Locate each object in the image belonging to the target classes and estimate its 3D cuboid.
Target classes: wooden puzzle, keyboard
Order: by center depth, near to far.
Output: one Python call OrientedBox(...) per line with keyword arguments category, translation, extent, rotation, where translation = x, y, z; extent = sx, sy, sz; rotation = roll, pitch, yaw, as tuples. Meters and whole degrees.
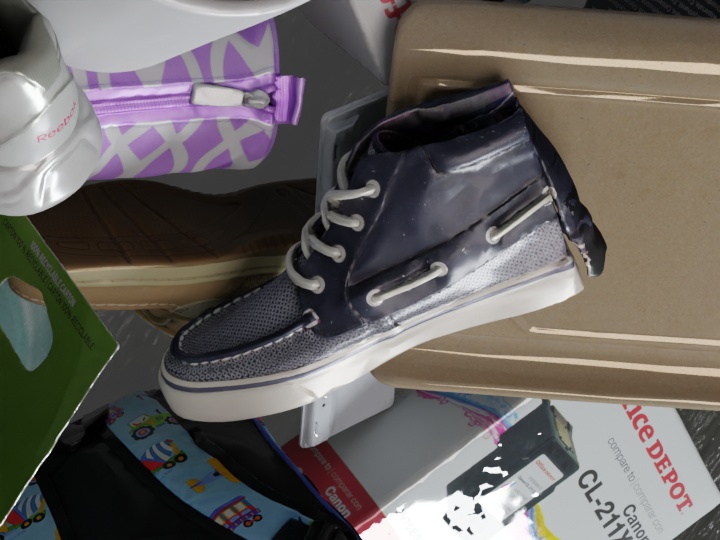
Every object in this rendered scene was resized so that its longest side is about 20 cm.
OrientedBox(category="wooden puzzle", translation=(0.099, -0.028, 1.067), extent=(0.184, 0.037, 0.201), rotation=(4, 128, -2))
OrientedBox(category="keyboard", translation=(0.000, 0.000, 1.098), extent=(0.056, 0.011, 0.201), rotation=(-30, 142, -33))

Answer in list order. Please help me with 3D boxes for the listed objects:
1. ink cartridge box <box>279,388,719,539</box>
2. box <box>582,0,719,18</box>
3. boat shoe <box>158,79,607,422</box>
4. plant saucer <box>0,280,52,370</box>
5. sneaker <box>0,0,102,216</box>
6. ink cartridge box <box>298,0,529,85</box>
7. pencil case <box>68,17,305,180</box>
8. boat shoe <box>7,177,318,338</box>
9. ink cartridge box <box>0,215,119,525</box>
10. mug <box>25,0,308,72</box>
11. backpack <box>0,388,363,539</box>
OrientedBox(category="ink cartridge box", translation=(0.064, 0.109, 1.214), extent=(0.200, 0.083, 0.146), rotation=(-36, 128, -5))
OrientedBox(category="box", translation=(0.199, -0.117, 1.142), extent=(0.148, 0.107, 0.201), rotation=(13, 110, -33))
OrientedBox(category="boat shoe", translation=(-0.003, -0.012, 1.016), extent=(0.199, 0.075, 0.093), rotation=(-22, 121, 2))
OrientedBox(category="plant saucer", translation=(-0.219, 0.035, 1.050), extent=(0.199, 0.036, 0.201), rotation=(-13, 122, -22))
OrientedBox(category="sneaker", translation=(-0.179, -0.108, 0.898), extent=(0.078, 0.199, 0.100), rotation=(-53, 164, -29))
OrientedBox(category="ink cartridge box", translation=(0.053, -0.195, 1.033), extent=(0.200, 0.086, 0.148), rotation=(-33, 128, -10))
OrientedBox(category="pencil case", translation=(-0.125, -0.072, 1.008), extent=(0.199, 0.086, 0.084), rotation=(-8, 118, -23))
OrientedBox(category="boat shoe", translation=(-0.072, 0.003, 1.083), extent=(0.199, 0.071, 0.065), rotation=(-4, 124, -33))
OrientedBox(category="ink cartridge box", translation=(-0.200, 0.065, 0.962), extent=(0.076, 0.148, 0.200), rotation=(28, 101, -36))
OrientedBox(category="mug", translation=(-0.084, -0.163, 0.920), extent=(0.149, 0.153, 0.188), rotation=(4, 76, -24))
OrientedBox(category="backpack", translation=(-0.092, 0.151, 1.081), extent=(0.182, 0.200, 0.135), rotation=(-28, 127, -12))
